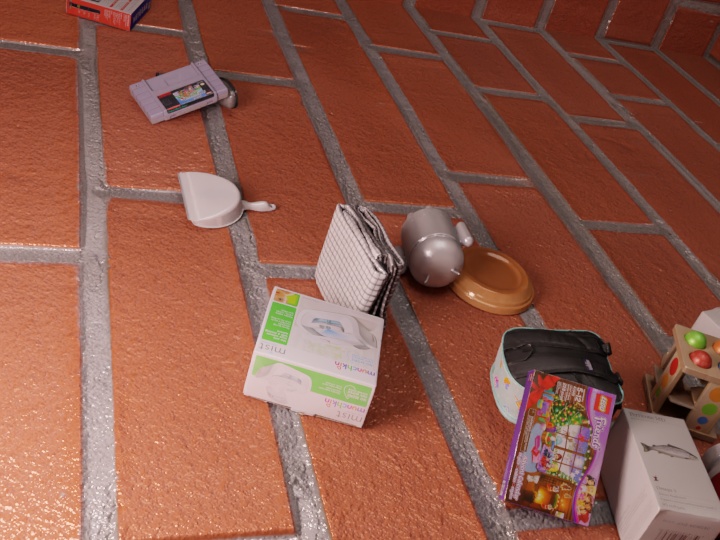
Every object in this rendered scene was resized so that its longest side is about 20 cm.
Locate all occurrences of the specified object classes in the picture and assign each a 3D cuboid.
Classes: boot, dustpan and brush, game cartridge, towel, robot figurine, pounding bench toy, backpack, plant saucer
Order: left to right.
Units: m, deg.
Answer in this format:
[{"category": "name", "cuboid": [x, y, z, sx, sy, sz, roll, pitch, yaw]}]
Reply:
[{"category": "game cartridge", "cuboid": [-0.421, -0.418, 1.944, 0.197, 0.039, 0.130, -26, 54, -23]}, {"category": "boot", "cuboid": [-0.396, -0.430, 2.015, 0.198, 0.071, 0.131, 33, 44, 32]}, {"category": "dustpan and brush", "cuboid": [-0.262, -0.138, 1.684, 0.196, 0.058, 0.141, -6, 52, -21]}, {"category": "towel", "cuboid": [0.000, 0.000, 1.507, 0.084, 0.168, 0.201, 2, 37, -31]}, {"category": "robot figurine", "cuboid": [0.143, -0.045, 1.677, 0.167, 0.114, 0.202, -24, 38, 8]}, {"category": "plant saucer", "cuboid": [0.268, 0.013, 1.722, 0.196, 0.038, 0.202, 12, 36, -9]}, {"category": "backpack", "cuboid": [0.315, 0.188, 1.400, 0.196, 0.155, 0.178, 11, 41, -12]}, {"category": "pounding bench toy", "cuboid": [0.616, 0.178, 1.548, 0.122, 0.158, 0.201, 17, 34, 0]}]

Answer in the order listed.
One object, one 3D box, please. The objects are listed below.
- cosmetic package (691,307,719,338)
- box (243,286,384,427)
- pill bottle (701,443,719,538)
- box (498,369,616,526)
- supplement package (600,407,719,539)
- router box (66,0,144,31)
[{"category": "cosmetic package", "cuboid": [0.781, 0.168, 1.704, 0.111, 0.082, 0.201, -5, 40, -29]}, {"category": "box", "cuboid": [-0.072, 0.139, 1.347, 0.196, 0.098, 0.178, 17, 32, -3]}, {"category": "pill bottle", "cuboid": [0.609, 0.374, 1.317, 0.110, 0.114, 0.202, 12, 34, -7]}, {"category": "box", "cuboid": [0.301, 0.269, 1.274, 0.134, 0.039, 0.204, 16, 79, -2]}, {"category": "supplement package", "cuboid": [0.460, 0.334, 1.299, 0.114, 0.119, 0.202, 11, 35, -9]}, {"category": "router box", "cuboid": [-0.690, -0.740, 2.304, 0.176, 0.050, 0.202, 16, 35, -4]}]
